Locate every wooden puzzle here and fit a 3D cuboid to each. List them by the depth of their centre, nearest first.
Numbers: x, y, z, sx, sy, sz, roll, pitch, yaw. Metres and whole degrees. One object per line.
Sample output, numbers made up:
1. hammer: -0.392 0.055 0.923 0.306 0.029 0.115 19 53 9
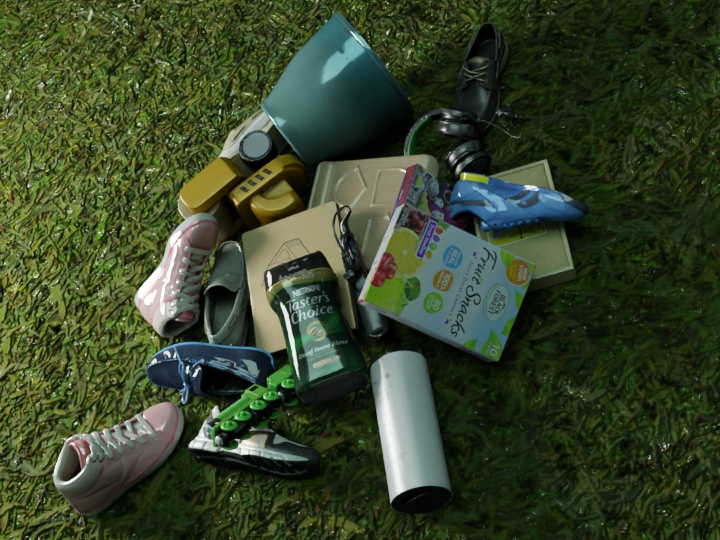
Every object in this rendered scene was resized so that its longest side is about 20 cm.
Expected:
1. wooden puzzle: 0.015 -0.080 1.622 0.198 0.046 0.187 1 66 26

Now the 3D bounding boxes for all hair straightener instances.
1. hair straightener: 0.000 0.000 1.524 0.041 0.077 0.202 -17 76 10

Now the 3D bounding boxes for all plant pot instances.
1. plant pot: -0.047 -0.266 1.704 0.188 0.200 0.200 -40 51 2

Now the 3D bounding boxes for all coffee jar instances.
1. coffee jar: -0.064 0.075 1.490 0.103 0.085 0.201 -21 63 0

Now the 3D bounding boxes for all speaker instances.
1. speaker: 0.063 0.208 1.396 0.080 0.081 0.201 -18 52 10

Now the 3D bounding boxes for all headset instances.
1. headset: 0.149 -0.192 1.606 0.199 0.094 0.125 -18 77 28

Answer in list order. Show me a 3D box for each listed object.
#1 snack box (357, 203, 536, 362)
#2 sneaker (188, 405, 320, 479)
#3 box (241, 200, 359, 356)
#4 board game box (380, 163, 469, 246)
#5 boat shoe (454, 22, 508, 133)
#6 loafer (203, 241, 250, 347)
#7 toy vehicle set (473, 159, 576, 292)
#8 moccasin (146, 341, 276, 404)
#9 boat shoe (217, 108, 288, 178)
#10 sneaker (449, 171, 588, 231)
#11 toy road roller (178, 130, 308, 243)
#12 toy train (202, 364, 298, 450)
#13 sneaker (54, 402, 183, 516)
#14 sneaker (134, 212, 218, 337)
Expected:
1. snack box: 0.115 0.017 1.438 0.198 0.053 0.143 25 82 -6
2. sneaker: -0.140 0.229 1.472 0.198 0.074 0.081 7 58 26
3. box: -0.091 0.015 1.590 0.162 0.021 0.202 -18 68 19
4. board game box: 0.088 -0.037 1.532 0.032 0.120 0.202 -12 50 45
5. boat shoe: 0.182 -0.305 1.701 0.074 0.073 0.202 -1 58 22
6. loafer: -0.200 0.034 1.632 0.069 0.070 0.202 -14 53 13
7. toy vehicle set: 0.227 -0.059 1.544 0.123 0.027 0.202 -15 53 13
8. moccasin: -0.222 0.145 1.553 0.198 0.081 0.068 -7 35 20
9. boat shoe: -0.190 -0.194 1.789 0.200 0.075 0.068 -45 44 -17
10. sneaker: 0.218 -0.082 1.513 0.198 0.066 0.079 13 83 26
11. toy road roller: -0.168 -0.104 1.685 0.199 0.123 0.146 -38 63 -6
12. toy train: -0.139 0.182 1.465 0.056 0.042 0.200 15 28 31
13. sneaker: -0.341 0.249 1.514 0.200 0.105 0.075 -43 51 -11
14. sneaker: -0.262 0.016 1.640 0.201 0.075 0.105 -53 53 21
